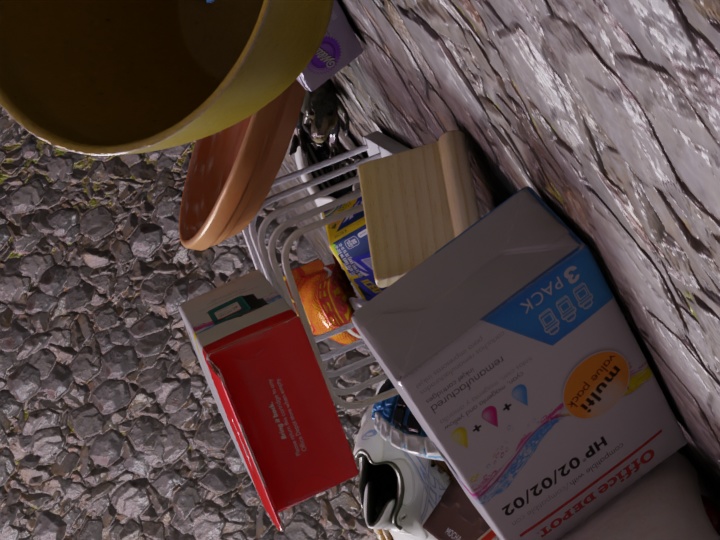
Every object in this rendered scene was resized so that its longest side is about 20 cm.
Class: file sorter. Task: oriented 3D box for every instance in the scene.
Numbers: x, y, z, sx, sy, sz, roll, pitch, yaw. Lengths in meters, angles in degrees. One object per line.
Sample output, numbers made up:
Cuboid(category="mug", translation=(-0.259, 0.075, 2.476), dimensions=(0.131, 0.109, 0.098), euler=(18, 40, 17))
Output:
Cuboid(category="file sorter", translation=(0.000, 0.000, 1.234), dimensions=(0.200, 0.124, 0.140), euler=(-138, 27, -73))

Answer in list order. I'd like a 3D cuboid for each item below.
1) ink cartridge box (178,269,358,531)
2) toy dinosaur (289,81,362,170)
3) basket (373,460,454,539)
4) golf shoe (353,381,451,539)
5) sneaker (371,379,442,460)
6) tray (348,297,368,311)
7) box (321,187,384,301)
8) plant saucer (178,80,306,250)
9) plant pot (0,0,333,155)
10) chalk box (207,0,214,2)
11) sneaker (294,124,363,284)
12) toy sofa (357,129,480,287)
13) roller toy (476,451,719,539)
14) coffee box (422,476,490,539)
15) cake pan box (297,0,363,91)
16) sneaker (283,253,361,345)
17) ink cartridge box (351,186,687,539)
Cuboid(category="ink cartridge box", translation=(-0.060, 0.081, 1.158), dimensions=(0.200, 0.067, 0.117), euler=(-138, 26, -73))
Cuboid(category="toy dinosaur", translation=(-0.041, -0.133, 1.461), dimensions=(0.200, 0.047, 0.089), euler=(-130, 20, -60))
Cuboid(category="basket", translation=(0.115, 0.225, 1.507), dimensions=(0.201, 0.142, 0.149), euler=(54, -152, -1))
Cuboid(category="golf shoe", translation=(0.028, 0.178, 1.374), dimensions=(0.078, 0.097, 0.201), euler=(12, 132, 31))
Cuboid(category="sneaker", translation=(0.096, 0.115, 1.221), dimensions=(0.199, 0.075, 0.087), euler=(10, 158, 40))
Cuboid(category="tray", translation=(0.066, 0.078, 1.348), dimensions=(0.108, 0.022, 0.200), euler=(56, 165, -28))
Cuboid(category="box", translation=(0.045, 0.022, 1.448), dimensions=(0.201, 0.070, 0.064), euler=(57, -172, -28))
Cuboid(category="plant saucer", translation=(-0.080, -0.107, 1.271), dimensions=(0.037, 0.202, 0.200), euler=(18, -173, -15))
Cuboid(category="plant pot", translation=(-0.093, -0.156, 0.939), dimensions=(0.201, 0.200, 0.142), euler=(53, -159, 19))
Cuboid(category="chalk box", translation=(-0.153, -0.170, 1.129), dimensions=(0.124, 0.124, 0.200), euler=(56, 178, -33))
Cuboid(category="sneaker", translation=(-0.004, -0.046, 1.516), dimensions=(0.201, 0.073, 0.071), euler=(55, -176, 18))
Cuboid(category="toy sofa", translation=(0.074, 0.008, 1.031), dimensions=(0.200, 0.097, 0.083), euler=(59, -161, -54))
Cuboid(category="roller toy", translation=(0.141, 0.200, 0.981), dimensions=(0.140, 0.182, 0.200), euler=(55, 141, -4))
Cuboid(category="coffee box", translation=(0.158, 0.228, 1.338), dimensions=(0.200, 0.080, 0.113), euler=(37, 175, -20))
Cuboid(category="cake pan box", translation=(-0.087, -0.227, 1.117), dimensions=(0.201, 0.052, 0.184), euler=(58, 178, -38))
Cuboid(category="sneaker", translation=(-0.037, 0.035, 1.482), dimensions=(0.073, 0.077, 0.200), euler=(64, 177, -5))
Cuboid(category="ink cartridge box", translation=(0.093, 0.070, 0.921), dimensions=(0.201, 0.115, 0.068), euler=(56, 177, -38))
